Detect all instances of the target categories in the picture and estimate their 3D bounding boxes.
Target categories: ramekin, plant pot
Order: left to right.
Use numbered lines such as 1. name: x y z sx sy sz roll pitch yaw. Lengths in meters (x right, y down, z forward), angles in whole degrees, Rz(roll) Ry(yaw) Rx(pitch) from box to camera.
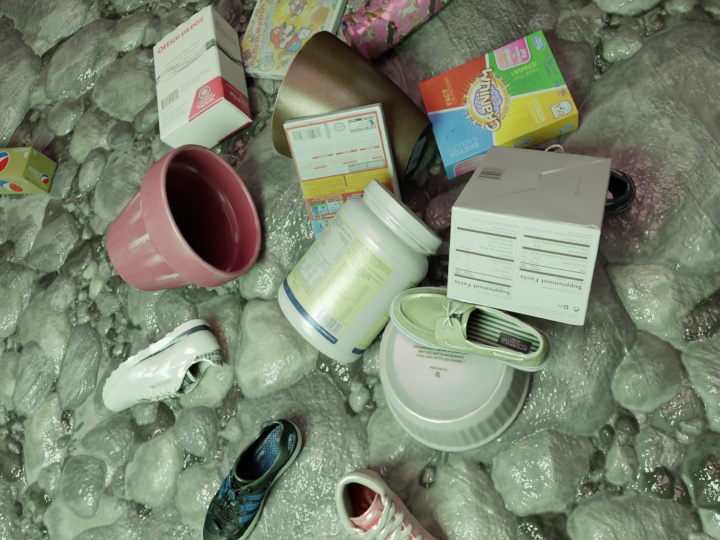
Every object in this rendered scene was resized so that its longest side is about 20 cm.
1. plant pot: -0.277 -0.059 0.935 0.175 0.198 0.207 -21 63 27
2. plant pot: 0.000 -0.214 0.905 0.196 0.187 0.191 28 81 11
3. ramekin: 0.111 0.115 0.772 0.195 0.094 0.210 -7 69 17

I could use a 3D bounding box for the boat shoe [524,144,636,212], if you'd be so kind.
1. boat shoe: 0.261 -0.122 0.820 0.196 0.061 0.077 24 97 26

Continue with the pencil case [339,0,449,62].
1. pencil case: 0.060 -0.424 1.001 0.197 0.087 0.083 -34 31 4

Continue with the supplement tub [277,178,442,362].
1. supplement tub: 0.000 0.000 0.809 0.201 0.144 0.145 -50 62 9

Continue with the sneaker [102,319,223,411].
1. sneaker: -0.296 0.158 0.919 0.197 0.076 0.082 -36 72 6

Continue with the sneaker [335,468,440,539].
1. sneaker: 0.040 0.315 0.718 0.075 0.105 0.200 -44 63 -3

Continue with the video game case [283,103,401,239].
1. video game case: -0.016 -0.120 0.865 0.138 0.205 0.018 -5 29 17

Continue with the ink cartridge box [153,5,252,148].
1. ink cartridge box: -0.276 -0.323 1.069 0.142 0.084 0.206 -24 64 22

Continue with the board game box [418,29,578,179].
1. board game box: 0.197 -0.241 0.904 0.194 0.040 0.157 -21 65 12

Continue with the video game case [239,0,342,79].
1. video game case: -0.123 -0.432 1.102 0.176 0.023 0.206 11 75 23

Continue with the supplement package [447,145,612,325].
1. supplement package: 0.199 -0.052 0.718 0.151 0.114 0.201 11 32 21

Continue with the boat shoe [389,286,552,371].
1. boat shoe: 0.121 0.058 0.701 0.194 0.062 0.074 14 75 24

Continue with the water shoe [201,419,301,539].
1. water shoe: -0.157 0.281 0.816 0.070 0.079 0.203 30 82 27

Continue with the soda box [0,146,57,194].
1. soda box: -0.688 -0.190 1.191 0.193 0.068 0.066 1 71 20
